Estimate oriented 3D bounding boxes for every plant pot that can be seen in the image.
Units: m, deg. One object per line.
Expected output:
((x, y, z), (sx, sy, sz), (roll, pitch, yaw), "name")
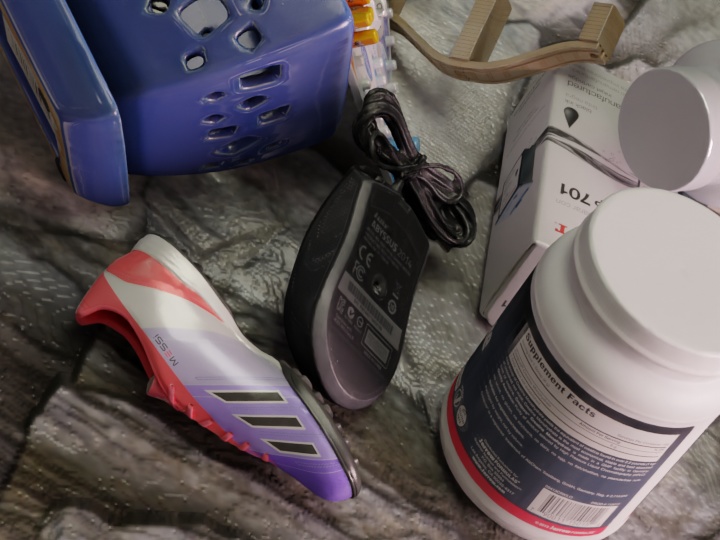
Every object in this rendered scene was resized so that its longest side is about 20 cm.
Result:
((-0.128, -0.160, 1.320), (0.179, 0.200, 0.201), (-26, 78, -11), "plant pot")

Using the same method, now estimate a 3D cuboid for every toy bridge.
((0.083, -0.166, 1.529), (0.199, 0.027, 0.068), (13, 68, 31), "toy bridge")

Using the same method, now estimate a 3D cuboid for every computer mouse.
((0.000, 0.000, 1.363), (0.139, 0.052, 0.201), (52, 47, -37), "computer mouse")

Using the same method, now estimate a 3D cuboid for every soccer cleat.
((-0.082, 0.070, 1.278), (0.073, 0.068, 0.200), (-40, 81, -21), "soccer cleat")

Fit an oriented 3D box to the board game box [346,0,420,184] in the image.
((0.009, -0.186, 1.440), (0.026, 0.200, 0.201), (-7, 60, 9), "board game box")

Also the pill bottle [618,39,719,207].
((0.270, -0.101, 1.466), (0.199, 0.112, 0.112), (-9, 57, -41), "pill bottle")

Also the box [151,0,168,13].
((-0.173, -0.276, 1.465), (0.197, 0.050, 0.201), (22, 72, -10), "box")

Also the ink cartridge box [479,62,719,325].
((0.171, -0.034, 1.489), (0.146, 0.086, 0.201), (24, 42, -12), "ink cartridge box")

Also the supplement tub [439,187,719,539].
((0.145, 0.060, 1.308), (0.139, 0.200, 0.141), (16, 46, -17), "supplement tub")
